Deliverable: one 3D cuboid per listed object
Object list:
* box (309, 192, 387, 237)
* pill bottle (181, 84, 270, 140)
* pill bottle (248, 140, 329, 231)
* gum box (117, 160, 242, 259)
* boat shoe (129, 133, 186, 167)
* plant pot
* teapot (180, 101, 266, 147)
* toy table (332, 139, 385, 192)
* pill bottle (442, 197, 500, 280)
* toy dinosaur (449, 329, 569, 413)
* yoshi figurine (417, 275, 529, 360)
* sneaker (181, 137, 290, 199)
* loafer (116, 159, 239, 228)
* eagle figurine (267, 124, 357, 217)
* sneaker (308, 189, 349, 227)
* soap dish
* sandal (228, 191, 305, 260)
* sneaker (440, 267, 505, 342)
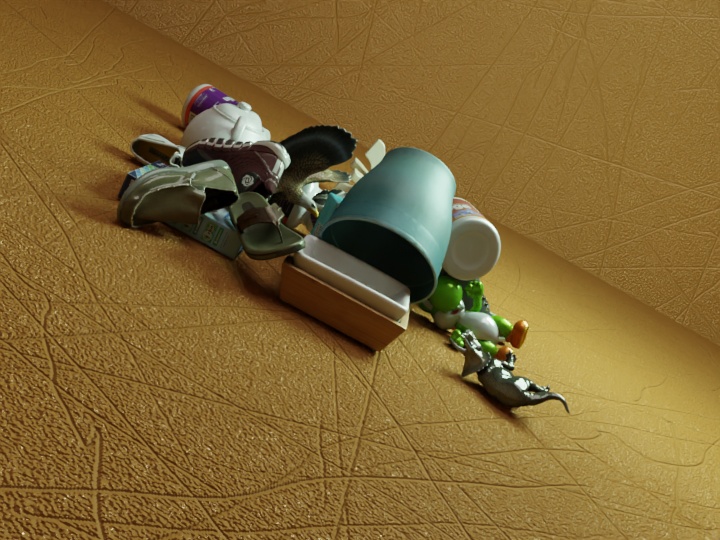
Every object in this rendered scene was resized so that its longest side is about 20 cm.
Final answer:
[{"bbox_3d":[0.019,-0.054,1.561,0.198,0.083,0.049,21,15,-27],"label":"box"},{"bbox_3d":[-0.302,-0.330,2.065,0.198,0.114,0.112,33,14,19],"label":"pill bottle"},{"bbox_3d":[-0.146,-0.148,1.702,0.198,0.113,0.112,27,13,-3],"label":"pill bottle"},{"bbox_3d":[-0.260,-0.099,1.431,0.198,0.045,0.170,28,13,-2],"label":"gum box"},{"bbox_3d":[-0.309,-0.182,1.578,0.200,0.076,0.086,28,12,5],"label":"boat shoe"},{"bbox_3d":[0.059,-0.084,1.441,0.197,0.190,0.201,19,-31,12],"label":"plant pot"},{"bbox_3d":[-0.261,-0.270,1.850,0.199,0.148,0.196,37,16,30],"label":"teapot"},{"bbox_3d":[0.021,-0.208,2.193,0.117,0.184,0.200,42,1,-11],"label":"toy table"},{"bbox_3d":[0.171,-0.065,1.626,0.111,0.114,0.200,24,13,-16],"label":"pill bottle"},{"bbox_3d":[0.223,0.175,1.388,0.101,0.078,0.200,-5,39,-47],"label":"toy dinosaur"},{"bbox_3d":[0.186,0.078,1.566,0.198,0.113,0.112,30,19,20],"label":"yoshi figurine"},{"bbox_3d":[-0.215,-0.147,1.459,0.197,0.117,0.076,-1,-32,26],"label":"sneaker"},{"bbox_3d":[-0.252,-0.104,1.299,0.198,0.076,0.070,-25,61,-38],"label":"loafer"},{"bbox_3d":[-0.109,-0.160,1.568,0.151,0.200,0.152,21,-29,52],"label":"eagle figurine"},{"bbox_3d":[0.006,-0.095,1.642,0.196,0.085,0.081,6,36,6],"label":"sneaker"},{"bbox_3d":[-0.023,0.033,1.345,0.198,0.082,0.157,29,13,-2],"label":"soap dish"},{"bbox_3d":[-0.145,-0.072,1.312,0.079,0.058,0.201,-19,36,-21],"label":"sandal"},{"bbox_3d":[0.222,0.057,1.710,0.197,0.107,0.075,23,13,-20],"label":"sneaker"}]
